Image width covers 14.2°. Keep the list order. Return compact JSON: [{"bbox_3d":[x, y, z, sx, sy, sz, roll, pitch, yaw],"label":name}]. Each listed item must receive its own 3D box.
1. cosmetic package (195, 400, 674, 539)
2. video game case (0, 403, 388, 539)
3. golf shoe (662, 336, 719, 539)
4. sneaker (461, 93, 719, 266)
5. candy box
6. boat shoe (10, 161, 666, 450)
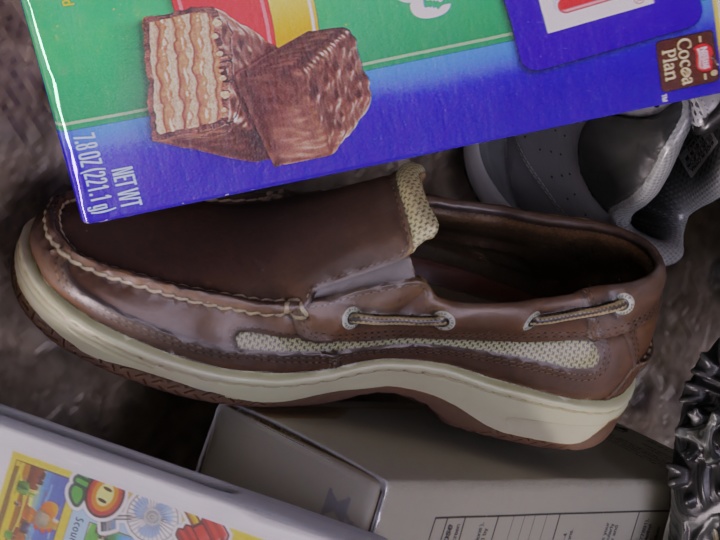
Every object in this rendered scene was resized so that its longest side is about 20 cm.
[{"bbox_3d":[0.027,0.100,0.924,0.200,0.071,0.106,8,104,-53],"label":"cosmetic package"},{"bbox_3d":[-0.105,0.142,0.831,0.181,0.023,0.201,19,100,4],"label":"video game case"},{"bbox_3d":[0.139,0.079,0.936,0.094,0.078,0.201,9,113,-59],"label":"golf shoe"},{"bbox_3d":[0.094,-0.095,0.891,0.075,0.115,0.201,-12,116,-32],"label":"sneaker"},{"bbox_3d":[0.002,-0.117,0.785,0.199,0.077,0.170,-12,120,1],"label":"candy box"},{"bbox_3d":[-0.001,-0.004,0.863,0.202,0.075,0.075,9,128,-25],"label":"boat shoe"}]
